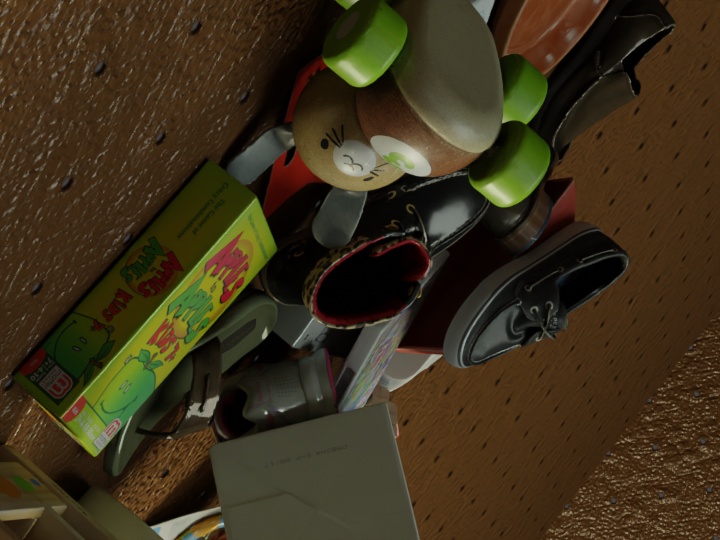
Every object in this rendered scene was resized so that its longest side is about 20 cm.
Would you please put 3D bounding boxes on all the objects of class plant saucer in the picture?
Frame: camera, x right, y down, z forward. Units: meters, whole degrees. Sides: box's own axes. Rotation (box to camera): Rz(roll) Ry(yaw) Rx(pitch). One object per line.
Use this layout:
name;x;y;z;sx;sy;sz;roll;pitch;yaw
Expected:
plant saucer;0.108;0.005;1.742;0.201;0.037;0.199;-53;-164;-14
plant saucer;0.173;-0.248;1.615;0.200;0.032;0.201;-45;160;-21

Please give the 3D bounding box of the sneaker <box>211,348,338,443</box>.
sneaker;-0.090;0.124;1.605;0.087;0.082;0.200;-2;153;-22

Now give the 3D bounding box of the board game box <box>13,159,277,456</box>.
board game box;-0.145;0.028;1.315;0.200;0.048;0.102;-49;162;-12

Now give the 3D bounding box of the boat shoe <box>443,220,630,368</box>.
boat shoe;0.158;0.029;1.633;0.199;0.066;0.070;-33;137;-32

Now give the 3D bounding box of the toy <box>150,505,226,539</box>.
toy;-0.117;0.258;1.729;0.199;0.047;0.116;-16;143;-34

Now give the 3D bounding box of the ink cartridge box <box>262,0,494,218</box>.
ink cartridge box;0.014;-0.124;1.424;0.200;0.047;0.161;-40;158;-39

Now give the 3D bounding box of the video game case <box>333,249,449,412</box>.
video game case;0.006;0.082;1.654;0.143;0.018;0.201;-47;169;-51

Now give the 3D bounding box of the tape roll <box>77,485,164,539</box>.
tape roll;-0.182;0.285;1.465;0.139;0.202;0.203;-47;161;-14

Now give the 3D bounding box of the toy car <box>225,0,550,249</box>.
toy car;0.004;-0.094;1.291;0.200;0.164;0.158;-39;-153;30

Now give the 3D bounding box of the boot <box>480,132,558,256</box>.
boot;0.122;-0.101;1.704;0.075;0.097;0.200;-42;-161;21

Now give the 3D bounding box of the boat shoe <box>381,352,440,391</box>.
boat shoe;0.064;0.064;1.888;0.200;0.072;0.068;-46;-176;-40

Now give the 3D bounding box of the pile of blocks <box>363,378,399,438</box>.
pile of blocks;-0.028;0.183;1.826;0.062;0.082;0.200;27;117;-36

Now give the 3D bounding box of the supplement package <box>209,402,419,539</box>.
supplement package;-0.027;0.228;1.578;0.150;0.152;0.200;-13;156;-1

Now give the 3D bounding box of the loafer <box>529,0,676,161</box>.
loafer;0.233;-0.182;1.822;0.201;0.071;0.073;-58;161;15

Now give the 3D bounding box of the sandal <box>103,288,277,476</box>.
sandal;-0.125;0.087;1.462;0.201;0.057;0.080;-42;159;-31

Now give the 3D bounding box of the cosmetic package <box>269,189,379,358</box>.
cosmetic package;0.000;0.000;1.625;0.151;0.052;0.200;-52;163;6

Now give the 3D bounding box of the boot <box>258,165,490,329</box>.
boot;0.026;-0.019;1.439;0.198;0.074;0.151;-22;-167;-9

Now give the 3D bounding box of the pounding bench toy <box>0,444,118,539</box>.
pounding bench toy;-0.230;0.222;1.223;0.125;0.200;0.156;-54;163;6
